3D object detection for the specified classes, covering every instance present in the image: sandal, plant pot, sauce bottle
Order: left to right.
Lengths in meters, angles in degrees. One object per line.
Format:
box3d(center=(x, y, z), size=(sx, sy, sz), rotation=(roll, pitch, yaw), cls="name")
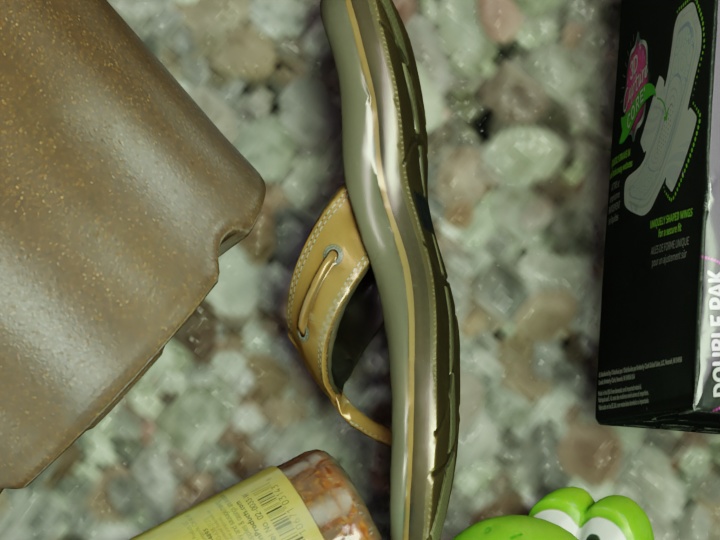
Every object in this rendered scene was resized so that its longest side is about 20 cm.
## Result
box3d(center=(-0.147, -0.040, 0.889), size=(0.198, 0.200, 0.200), rotation=(43, 79, -11), cls="plant pot")
box3d(center=(-0.086, 0.127, 0.941), size=(0.199, 0.066, 0.066), rotation=(-24, 89, -12), cls="sauce bottle")
box3d(center=(0.000, 0.000, 0.967), size=(0.054, 0.080, 0.201), rotation=(-10, 80, 8), cls="sandal")

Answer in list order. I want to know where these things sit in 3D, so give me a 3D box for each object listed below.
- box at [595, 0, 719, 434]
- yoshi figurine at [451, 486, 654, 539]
box3d(center=(0.165, -0.045, 0.947), size=(0.148, 0.124, 0.201), rotation=(5, 85, -10), cls="box")
box3d(center=(0.043, 0.164, 0.942), size=(0.112, 0.112, 0.201), rotation=(13, 79, -2), cls="yoshi figurine")
